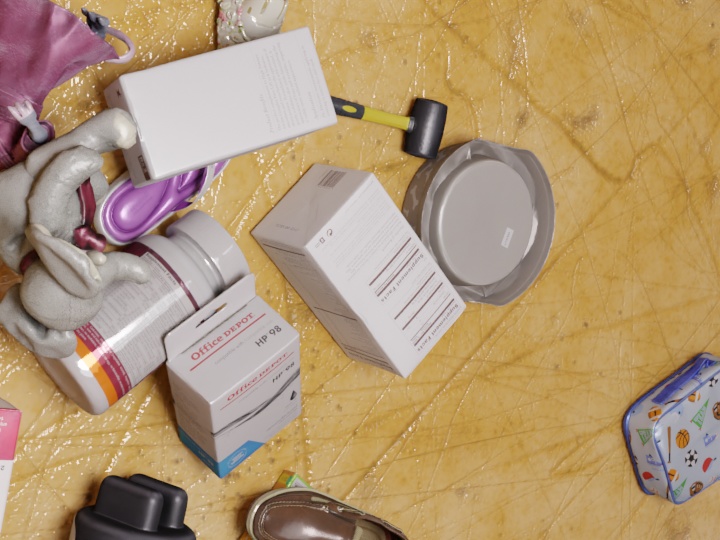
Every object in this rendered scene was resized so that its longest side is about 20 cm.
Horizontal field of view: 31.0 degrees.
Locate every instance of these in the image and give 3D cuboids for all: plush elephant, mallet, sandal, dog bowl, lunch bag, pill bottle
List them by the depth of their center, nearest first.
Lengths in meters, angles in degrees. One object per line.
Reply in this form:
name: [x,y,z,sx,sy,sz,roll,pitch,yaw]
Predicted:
plush elephant: [-0.254,-0.020,1.117,0.200,0.165,0.155,-30,84,-37]
pill bottle: [-0.208,0.036,1.234,0.200,0.109,0.110,-41,118,-23]
sandal: [-0.175,-0.099,1.271,0.203,0.050,0.083,-52,123,-17]
mallet: [0.006,-0.159,1.403,0.199,0.041,0.066,2,99,-31]
dog bowl: [0.132,-0.056,1.492,0.199,0.059,0.201,-7,103,-34]
lunch bag: [0.448,0.206,1.752,0.200,0.075,0.161,-33,113,-26]

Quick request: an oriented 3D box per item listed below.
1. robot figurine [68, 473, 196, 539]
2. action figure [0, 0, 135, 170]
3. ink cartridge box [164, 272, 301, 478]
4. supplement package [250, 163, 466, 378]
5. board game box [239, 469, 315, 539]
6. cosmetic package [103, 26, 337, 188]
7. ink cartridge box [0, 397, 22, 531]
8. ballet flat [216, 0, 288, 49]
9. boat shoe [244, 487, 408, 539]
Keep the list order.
robot figurine: [-0.227,0.302,1.255,0.150,0.125,0.201,13,90,-23]
action figure: [-0.312,-0.154,1.156,0.201,0.134,0.149,-66,164,3]
ink cartridge box: [-0.121,0.106,1.270,0.116,0.067,0.200,-38,154,-24]
supplement package: [0.000,0.000,1.374,0.110,0.114,0.200,-48,122,-18]
board game box: [-0.101,0.326,1.404,0.096,0.030,0.200,46,65,-31]
cosmetic package: [-0.131,-0.155,1.229,0.199,0.074,0.102,-19,94,-25]
ink cartridge box: [-0.395,0.208,1.146,0.144,0.084,0.201,9,93,-35]
ballet flat: [-0.095,-0.288,1.289,0.075,0.064,0.201,11,92,-37]
boat shoe: [-0.027,0.279,1.394,0.202,0.075,0.075,17,84,-38]
